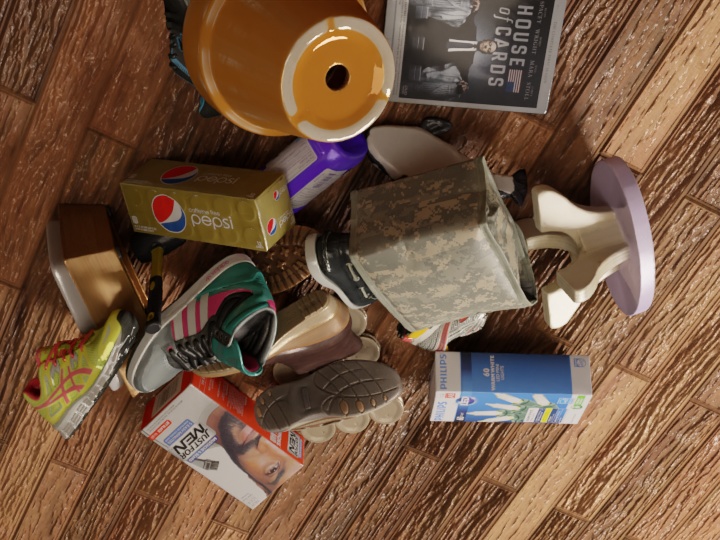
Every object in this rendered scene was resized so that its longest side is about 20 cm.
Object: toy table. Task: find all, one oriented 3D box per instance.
[{"bbox_3d":[0.265,-0.024,1.344,0.116,0.184,0.202,-17,109,-8],"label":"toy table"}]

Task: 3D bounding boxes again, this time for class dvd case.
[{"bbox_3d":[0.123,-0.255,1.283,0.198,0.025,0.152,4,122,-2],"label":"dvd case"}]

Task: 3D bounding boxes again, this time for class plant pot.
[{"bbox_3d":[-0.060,-0.218,1.171,0.198,0.183,0.202,-13,120,-23],"label":"plant pot"}]

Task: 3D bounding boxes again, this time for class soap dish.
[{"bbox_3d":[-0.304,0.029,1.383,0.081,0.158,0.201,-23,120,-6],"label":"soap dish"}]

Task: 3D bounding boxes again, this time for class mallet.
[{"bbox_3d":[-0.230,0.002,1.337,0.065,0.201,0.041,-31,124,5],"label":"mallet"}]

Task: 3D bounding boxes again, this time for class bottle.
[{"bbox_3d":[-0.082,-0.104,1.337,0.199,0.083,0.066,-36,85,33],"label":"bottle"}]

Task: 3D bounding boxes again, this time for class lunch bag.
[{"bbox_3d":[0.098,-0.015,1.299,0.162,0.119,0.200,-14,139,18],"label":"lunch bag"}]

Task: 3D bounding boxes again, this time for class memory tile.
[{"bbox_3d":[-0.036,0.138,1.524,0.152,0.017,0.201,-17,119,10],"label":"memory tile"}]

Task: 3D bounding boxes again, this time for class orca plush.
[{"bbox_3d":[0.097,-0.120,1.357,0.198,0.071,0.106,4,77,-7],"label":"orca plush"}]

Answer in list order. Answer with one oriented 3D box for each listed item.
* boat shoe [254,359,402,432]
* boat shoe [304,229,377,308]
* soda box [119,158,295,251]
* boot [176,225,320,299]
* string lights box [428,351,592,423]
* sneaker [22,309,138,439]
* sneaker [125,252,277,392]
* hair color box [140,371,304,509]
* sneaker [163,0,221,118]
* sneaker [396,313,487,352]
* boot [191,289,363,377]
[{"bbox_3d":[-0.038,0.165,1.494,0.198,0.077,0.072,-12,164,13],"label":"boat shoe"},{"bbox_3d":[0.000,0.000,1.354,0.060,0.200,0.077,-8,79,20],"label":"boat shoe"},{"bbox_3d":[-0.176,-0.077,1.313,0.198,0.064,0.068,8,126,30],"label":"soda box"},{"bbox_3d":[-0.121,0.003,1.398,0.199,0.107,0.076,-26,84,18],"label":"boot"},{"bbox_3d":[0.191,0.152,1.486,0.197,0.060,0.103,1,151,-1],"label":"string lights box"},{"bbox_3d":[-0.324,0.108,1.297,0.090,0.078,0.200,36,120,-7],"label":"sneaker"},{"bbox_3d":[-0.168,0.088,1.295,0.200,0.121,0.084,-46,143,1],"label":"sneaker"},{"bbox_3d":[-0.184,0.222,1.547,0.199,0.064,0.111,38,113,-22],"label":"hair color box"},{"bbox_3d":[-0.186,-0.255,1.252,0.081,0.073,0.201,-24,118,14],"label":"sneaker"},{"bbox_3d":[0.133,0.027,1.432,0.082,0.078,0.200,29,125,-25],"label":"sneaker"},{"bbox_3d":[-0.098,0.102,1.406,0.198,0.073,0.167,-24,152,1],"label":"boot"}]
